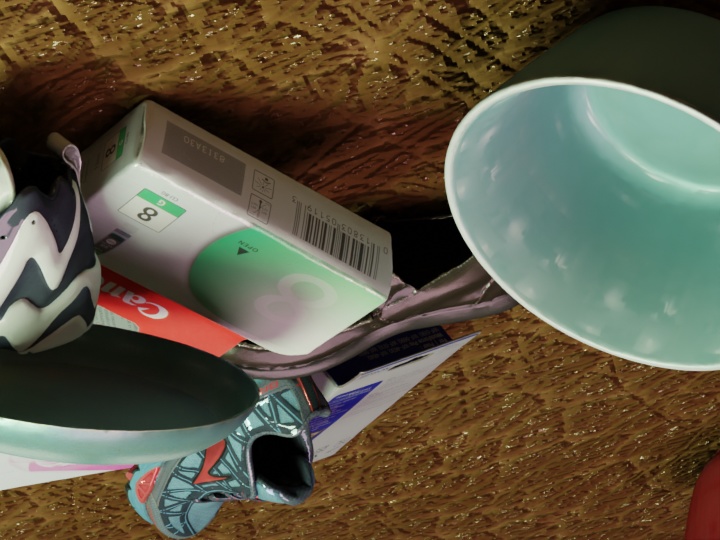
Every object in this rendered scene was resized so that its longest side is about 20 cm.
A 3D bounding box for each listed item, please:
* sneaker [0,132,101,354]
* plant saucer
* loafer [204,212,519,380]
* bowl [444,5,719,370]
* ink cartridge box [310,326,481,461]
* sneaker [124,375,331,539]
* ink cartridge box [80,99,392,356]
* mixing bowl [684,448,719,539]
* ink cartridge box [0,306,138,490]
[{"bbox_3d":[-0.208,-0.009,1.396,0.199,0.079,0.130,-17,129,-32],"label":"sneaker"},{"bbox_3d":[-0.151,0.063,1.494,0.200,0.027,0.200,7,-168,-2],"label":"plant saucer"},{"bbox_3d":[0.000,0.000,1.647,0.200,0.073,0.071,-18,146,-5],"label":"loafer"},{"bbox_3d":[0.153,-0.055,1.476,0.200,0.105,0.201,18,141,15],"label":"bowl"},{"bbox_3d":[-0.015,0.075,1.816,0.099,0.039,0.200,-17,165,-37],"label":"ink cartridge box"},{"bbox_3d":[-0.076,0.115,1.744,0.079,0.096,0.200,-33,161,-35],"label":"sneaker"},{"bbox_3d":[-0.104,0.005,1.541,0.161,0.050,0.200,28,137,-26],"label":"ink cartridge box"},{"bbox_3d":[0.325,0.179,2.199,0.200,0.109,0.200,-11,157,-5],"label":"mixing bowl"},{"bbox_3d":[-0.154,0.073,1.758,0.199,0.043,0.196,-9,157,-6],"label":"ink cartridge box"}]
